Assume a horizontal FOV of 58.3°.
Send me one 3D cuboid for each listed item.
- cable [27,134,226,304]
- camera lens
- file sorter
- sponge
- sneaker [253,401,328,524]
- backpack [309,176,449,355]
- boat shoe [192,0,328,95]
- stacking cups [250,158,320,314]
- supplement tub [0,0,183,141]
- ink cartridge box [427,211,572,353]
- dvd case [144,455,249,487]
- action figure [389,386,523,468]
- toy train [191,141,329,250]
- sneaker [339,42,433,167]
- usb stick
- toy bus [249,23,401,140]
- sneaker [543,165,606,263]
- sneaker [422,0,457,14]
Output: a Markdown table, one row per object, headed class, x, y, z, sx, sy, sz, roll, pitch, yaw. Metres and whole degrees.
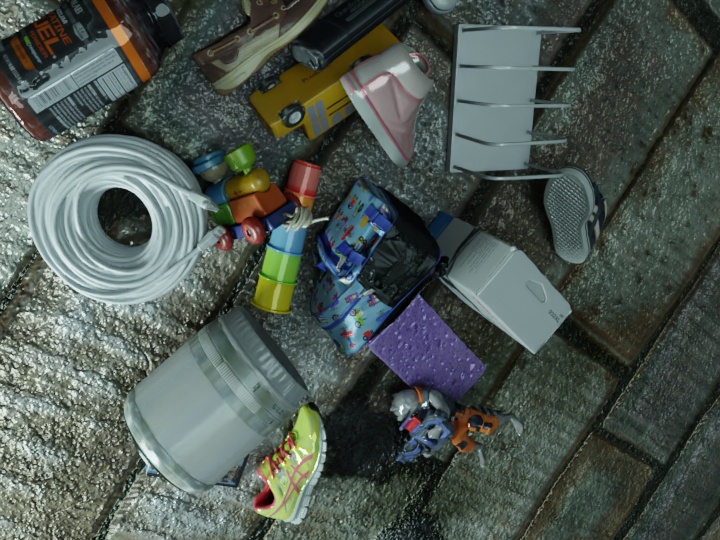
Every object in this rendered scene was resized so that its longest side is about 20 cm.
| class | x | y | z | sx | sy | sz | roll | pitch | yaw |
| --- | --- | --- | --- | --- | --- | --- | --- | --- | --- |
| cable | -0.280 | -0.061 | 0.763 | 0.200 | 0.069 | 0.200 | 42 | 103 | -17 |
| camera lens | -0.186 | 0.165 | 0.826 | 0.199 | 0.160 | 0.161 | -41 | 117 | -5 |
| file sorter | 0.211 | -0.231 | 0.891 | 0.136 | 0.124 | 0.204 | -5 | 110 | -19 |
| sponge | 0.106 | 0.134 | 1.023 | 0.112 | 0.030 | 0.200 | -45 | 117 | -2 |
| sneaker | -0.108 | 0.291 | 0.964 | 0.089 | 0.078 | 0.204 | 11 | 103 | -22 |
| backpack | 0.000 | 0.000 | 0.862 | 0.134 | 0.183 | 0.201 | 35 | 105 | -19 |
| boat shoe | -0.115 | -0.301 | 0.772 | 0.199 | 0.072 | 0.072 | -41 | 118 | 2 |
| stacking cups | -0.097 | -0.046 | 0.866 | 0.059 | 0.060 | 0.204 | 10 | 103 | -24 |
| supplement tub | -0.294 | -0.236 | 0.701 | 0.198 | 0.107 | 0.108 | -35 | 116 | -8 |
| ink cartridge box | 0.179 | 0.011 | 0.915 | 0.145 | 0.200 | 0.084 | 41 | 90 | -27 |
| dvd case | -0.212 | 0.213 | 0.930 | 0.140 | 0.018 | 0.204 | 17 | 99 | -26 |
| action figure | 0.129 | 0.243 | 1.021 | 0.190 | 0.200 | 0.106 | 24 | 54 | -11 |
| toy train | -0.121 | -0.101 | 0.771 | 0.084 | 0.198 | 0.117 | -39 | 111 | -39 |
| sneaker | 0.054 | -0.207 | 0.813 | 0.104 | 0.076 | 0.200 | -35 | 155 | 7 |
| usb stick | -0.006 | -0.307 | 0.786 | 0.200 | 0.055 | 0.033 | -47 | 154 | -27 |
| toy bus | -0.038 | -0.234 | 0.813 | 0.198 | 0.065 | 0.079 | -36 | 155 | -7 |
| sneaker | 0.331 | -0.102 | 0.991 | 0.080 | 0.077 | 0.201 | -53 | 147 | -21 |
| sneaker | 0.110 | -0.434 | 0.814 | 0.072 | 0.071 | 0.204 | -7 | 109 | -19 |
